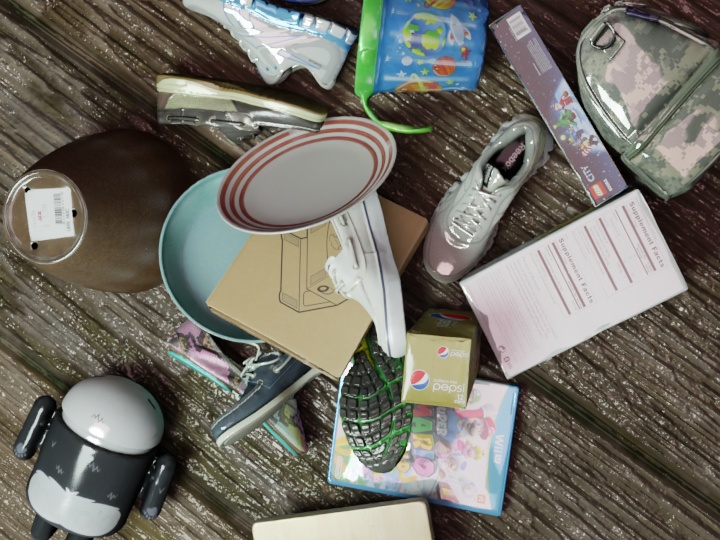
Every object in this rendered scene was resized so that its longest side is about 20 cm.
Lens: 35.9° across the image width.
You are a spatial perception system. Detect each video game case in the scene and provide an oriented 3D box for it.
[{"bbox_3d":[0.068,0.181,1.225,0.196,0.018,0.146,9,95,11],"label":"video game case"}]

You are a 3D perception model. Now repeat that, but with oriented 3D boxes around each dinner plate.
[{"bbox_3d":[-0.055,-0.095,1.155,0.197,0.202,0.025,-11,126,12],"label":"dinner plate"}]

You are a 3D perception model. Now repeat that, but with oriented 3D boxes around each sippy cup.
[{"bbox_3d":[0.064,-0.242,1.143,0.128,0.141,0.180,6,131,0],"label":"sippy cup"}]

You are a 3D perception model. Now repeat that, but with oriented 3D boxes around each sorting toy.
[{"bbox_3d":[-0.002,0.356,1.227,0.195,0.070,0.204,-10,93,12],"label":"sorting toy"}]

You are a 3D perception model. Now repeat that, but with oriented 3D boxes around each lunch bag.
[{"bbox_3d":[0.277,-0.170,1.063,0.167,0.200,0.140,41,100,4],"label":"lunch bag"}]

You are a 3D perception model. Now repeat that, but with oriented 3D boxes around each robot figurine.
[{"bbox_3d":[-0.300,0.216,1.252,0.125,0.149,0.202,36,104,49],"label":"robot figurine"}]

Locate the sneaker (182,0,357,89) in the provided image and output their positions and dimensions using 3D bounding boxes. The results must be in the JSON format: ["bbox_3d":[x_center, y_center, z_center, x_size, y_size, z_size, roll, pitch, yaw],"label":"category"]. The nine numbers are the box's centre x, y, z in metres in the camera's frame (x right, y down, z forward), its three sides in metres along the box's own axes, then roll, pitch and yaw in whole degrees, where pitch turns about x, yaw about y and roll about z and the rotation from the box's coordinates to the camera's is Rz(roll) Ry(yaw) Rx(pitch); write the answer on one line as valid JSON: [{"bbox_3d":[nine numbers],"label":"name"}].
[{"bbox_3d":[-0.107,-0.250,1.203,0.197,0.075,0.088,20,104,10],"label":"sneaker"}]

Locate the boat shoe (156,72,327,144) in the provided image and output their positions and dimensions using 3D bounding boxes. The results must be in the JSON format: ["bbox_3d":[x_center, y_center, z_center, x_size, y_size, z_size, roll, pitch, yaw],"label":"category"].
[{"bbox_3d":[-0.131,-0.171,1.218,0.197,0.073,0.066,14,106,16],"label":"boat shoe"}]

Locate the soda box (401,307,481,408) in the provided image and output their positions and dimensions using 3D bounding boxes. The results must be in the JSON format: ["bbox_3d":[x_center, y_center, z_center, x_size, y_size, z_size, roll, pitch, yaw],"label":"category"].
[{"bbox_3d":[0.086,0.084,1.121,0.063,0.200,0.069,5,96,8],"label":"soda box"}]

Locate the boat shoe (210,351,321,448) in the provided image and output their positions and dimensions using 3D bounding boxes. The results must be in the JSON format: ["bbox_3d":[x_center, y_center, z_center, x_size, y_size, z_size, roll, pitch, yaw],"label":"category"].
[{"bbox_3d":[-0.089,0.110,1.178,0.199,0.075,0.062,-38,88,-30],"label":"boat shoe"}]

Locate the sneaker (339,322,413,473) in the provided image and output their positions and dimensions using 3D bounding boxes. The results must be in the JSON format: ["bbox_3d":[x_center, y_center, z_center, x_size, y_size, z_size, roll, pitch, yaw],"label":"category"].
[{"bbox_3d":[0.024,0.115,1.163,0.077,0.085,0.203,-9,60,14],"label":"sneaker"}]

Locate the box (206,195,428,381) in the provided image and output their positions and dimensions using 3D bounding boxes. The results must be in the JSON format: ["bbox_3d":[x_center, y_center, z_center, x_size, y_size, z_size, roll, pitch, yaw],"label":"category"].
[{"bbox_3d":[-0.042,-0.006,1.168,0.162,0.021,0.201,27,67,14],"label":"box"}]

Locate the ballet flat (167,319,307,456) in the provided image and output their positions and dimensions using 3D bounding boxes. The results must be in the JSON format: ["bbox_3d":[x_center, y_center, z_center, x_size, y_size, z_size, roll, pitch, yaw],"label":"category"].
[{"bbox_3d":[-0.125,0.120,1.242,0.199,0.069,0.071,38,81,7],"label":"ballet flat"}]

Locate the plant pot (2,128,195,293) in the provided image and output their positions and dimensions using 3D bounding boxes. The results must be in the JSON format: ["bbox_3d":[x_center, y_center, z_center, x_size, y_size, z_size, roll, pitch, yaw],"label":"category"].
[{"bbox_3d":[-0.290,-0.061,1.187,0.184,0.200,0.191,1,94,11],"label":"plant pot"}]

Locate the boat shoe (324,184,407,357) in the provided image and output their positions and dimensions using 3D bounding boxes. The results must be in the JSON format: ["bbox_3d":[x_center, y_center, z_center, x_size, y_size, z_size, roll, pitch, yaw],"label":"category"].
[{"bbox_3d":[0.000,0.000,1.113,0.069,0.071,0.203,-12,62,-3],"label":"boat shoe"}]

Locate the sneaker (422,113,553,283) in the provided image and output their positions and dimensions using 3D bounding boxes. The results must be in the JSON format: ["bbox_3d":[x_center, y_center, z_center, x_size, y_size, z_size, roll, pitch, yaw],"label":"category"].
[{"bbox_3d":[0.127,-0.076,1.163,0.075,0.081,0.202,33,101,5],"label":"sneaker"}]

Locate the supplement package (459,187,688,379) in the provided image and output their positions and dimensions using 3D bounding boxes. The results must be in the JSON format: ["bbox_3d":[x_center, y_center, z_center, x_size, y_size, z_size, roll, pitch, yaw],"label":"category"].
[{"bbox_3d":[0.216,0.010,1.133,0.198,0.114,0.111,-28,89,11],"label":"supplement package"}]

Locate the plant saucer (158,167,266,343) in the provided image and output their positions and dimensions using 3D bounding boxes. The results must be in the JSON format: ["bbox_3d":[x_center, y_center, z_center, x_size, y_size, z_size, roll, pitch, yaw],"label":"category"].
[{"bbox_3d":[-0.119,-0.014,1.205,0.196,0.036,0.203,3,69,-8],"label":"plant saucer"}]

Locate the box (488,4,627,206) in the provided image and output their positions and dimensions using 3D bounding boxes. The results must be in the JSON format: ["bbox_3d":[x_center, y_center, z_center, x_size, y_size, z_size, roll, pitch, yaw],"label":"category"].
[{"bbox_3d":[0.199,-0.161,1.111,0.037,0.136,0.202,-30,88,12],"label":"box"}]

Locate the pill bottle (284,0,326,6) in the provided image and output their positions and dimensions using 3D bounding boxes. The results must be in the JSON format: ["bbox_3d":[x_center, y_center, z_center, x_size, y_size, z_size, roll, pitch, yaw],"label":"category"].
[{"bbox_3d":[-0.076,-0.336,1.121,0.110,0.200,0.114,1,95,11],"label":"pill bottle"}]
